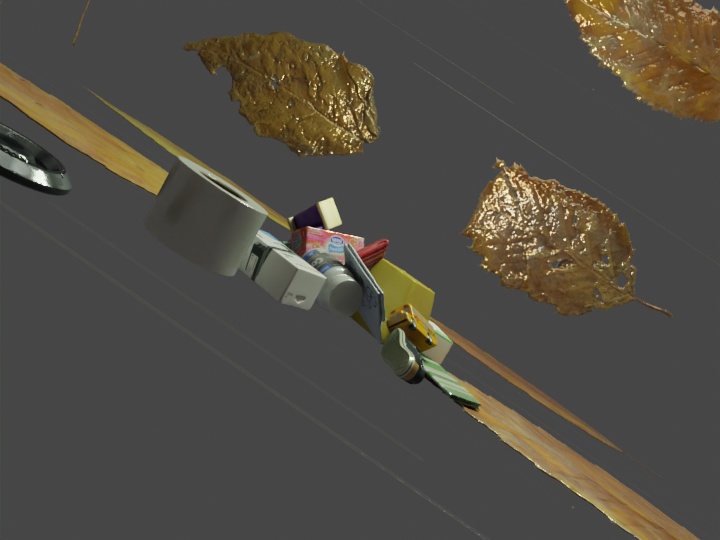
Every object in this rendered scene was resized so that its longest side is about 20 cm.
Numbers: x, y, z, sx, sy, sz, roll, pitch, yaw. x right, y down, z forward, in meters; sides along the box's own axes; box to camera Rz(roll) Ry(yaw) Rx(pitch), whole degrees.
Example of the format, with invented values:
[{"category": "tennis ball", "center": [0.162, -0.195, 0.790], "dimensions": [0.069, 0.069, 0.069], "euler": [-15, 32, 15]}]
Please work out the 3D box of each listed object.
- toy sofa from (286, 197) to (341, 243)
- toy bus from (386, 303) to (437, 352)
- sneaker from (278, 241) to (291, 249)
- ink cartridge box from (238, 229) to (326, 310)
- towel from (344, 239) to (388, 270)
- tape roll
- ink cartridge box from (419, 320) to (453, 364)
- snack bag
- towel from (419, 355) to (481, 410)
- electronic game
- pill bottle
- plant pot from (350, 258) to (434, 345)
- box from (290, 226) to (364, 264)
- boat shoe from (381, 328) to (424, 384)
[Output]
[{"category": "toy sofa", "center": [-0.152, -0.142, 1.699], "dimensions": [0.197, 0.096, 0.086], "euler": [-16, -84, 54]}, {"category": "toy bus", "center": [0.128, 0.145, 1.416], "dimensions": [0.200, 0.063, 0.081], "euler": [42, 30, -51]}, {"category": "sneaker", "center": [-0.184, -0.026, 1.626], "dimensions": [0.195, 0.081, 0.090], "euler": [18, -20, -34]}, {"category": "ink cartridge box", "center": [-0.188, -0.011, 1.233], "dimensions": [0.198, 0.086, 0.144], "euler": [36, 6, 24]}, {"category": "towel", "center": [0.000, 0.000, 1.547], "dimensions": [0.023, 0.141, 0.202], "euler": [52, -30, 23]}, {"category": "tape roll", "center": [-0.293, -0.101, 1.086], "dimensions": [0.199, 0.142, 0.203], "euler": [32, 4, -2]}, {"category": "ink cartridge box", "center": [0.183, 0.193, 1.740], "dimensions": [0.143, 0.086, 0.200], "euler": [32, 3, -9]}, {"category": "snack bag", "center": [0.012, 0.061, 1.400], "dimensions": [0.190, 0.021, 0.204], "euler": [54, -21, 40]}, {"category": "towel", "center": [0.203, 0.275, 1.435], "dimensions": [0.151, 0.024, 0.199], "euler": [29, 8, -42]}, {"category": "electronic game", "center": [-0.521, -0.173, 0.836], "dimensions": [0.197, 0.042, 0.200], "euler": [35, 4, -3]}, {"category": "pill bottle", "center": [-0.077, 0.031, 1.407], "dimensions": [0.112, 0.116, 0.199], "euler": [29, 5, -34]}, {"category": "plant pot", "center": [0.090, 0.091, 1.562], "dimensions": [0.198, 0.180, 0.198], "euler": [36, 6, 35]}, {"category": "box", "center": [-0.092, -0.051, 1.583], "dimensions": [0.195, 0.107, 0.093], "euler": [10, -12, -35]}, {"category": "boat shoe", "center": [0.093, 0.189, 1.245], "dimensions": [0.062, 0.075, 0.200], "euler": [38, 6, -17]}]
